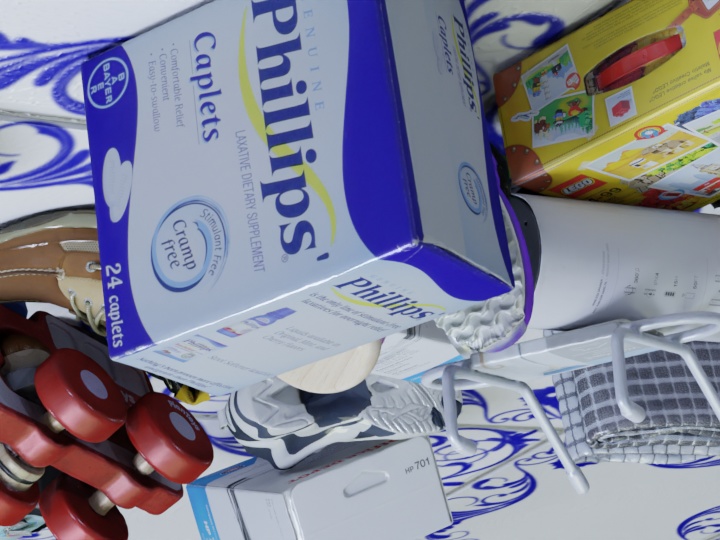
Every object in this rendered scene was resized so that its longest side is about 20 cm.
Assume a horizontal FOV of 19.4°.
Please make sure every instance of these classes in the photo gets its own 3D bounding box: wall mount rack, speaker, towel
[{"bbox_3d":[0.143,0.082,1.275,0.199,0.075,0.174,-14,162,31],"label":"wall mount rack"},{"bbox_3d":[0.166,0.001,1.277,0.199,0.081,0.081,4,156,-30],"label":"speaker"},{"bbox_3d":[0.238,0.053,1.549,0.199,0.166,0.086,-3,153,-16],"label":"towel"}]

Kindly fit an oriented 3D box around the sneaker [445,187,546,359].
[{"bbox_3d":[0.114,-0.020,1.346,0.112,0.073,0.200,-26,-164,22],"label":"sneaker"}]

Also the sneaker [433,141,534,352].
[{"bbox_3d":[0.059,-0.038,1.186,0.070,0.201,0.099,-38,149,21],"label":"sneaker"}]

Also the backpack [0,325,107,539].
[{"bbox_3d":[-0.277,0.130,1.578,0.126,0.167,0.200,30,144,-30],"label":"backpack"}]

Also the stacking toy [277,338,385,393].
[{"bbox_3d":[0.005,-0.012,1.272,0.085,0.086,0.200,-24,-163,34],"label":"stacking toy"}]

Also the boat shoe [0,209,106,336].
[{"bbox_3d":[-0.161,0.004,1.372,0.199,0.074,0.076,-8,159,6],"label":"boat shoe"}]

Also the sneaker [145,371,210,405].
[{"bbox_3d":[-0.131,0.062,1.516,0.070,0.090,0.200,-5,159,-10],"label":"sneaker"}]

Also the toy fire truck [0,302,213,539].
[{"bbox_3d":[-0.203,0.090,1.426,0.112,0.168,0.200,-43,134,15],"label":"toy fire truck"}]

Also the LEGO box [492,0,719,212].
[{"bbox_3d":[0.204,-0.107,1.237,0.200,0.077,0.149,-26,154,38],"label":"LEGO box"}]

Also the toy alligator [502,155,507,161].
[{"bbox_3d":[0.004,-0.078,1.269,0.199,0.059,0.054,-2,118,-19],"label":"toy alligator"}]

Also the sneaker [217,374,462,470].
[{"bbox_3d":[-0.026,0.114,1.723,0.199,0.080,0.130,-7,169,-27],"label":"sneaker"}]

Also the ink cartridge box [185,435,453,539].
[{"bbox_3d":[-0.038,0.197,1.790,0.146,0.086,0.200,-19,-173,-27],"label":"ink cartridge box"}]

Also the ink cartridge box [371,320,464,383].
[{"bbox_3d":[0.000,0.000,1.374,0.068,0.116,0.200,-25,154,37],"label":"ink cartridge box"}]

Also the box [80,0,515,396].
[{"bbox_3d":[-0.038,-0.053,1.128,0.200,0.185,0.105,-21,155,27],"label":"box"}]

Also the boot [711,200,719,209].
[{"bbox_3d":[0.325,-0.091,1.347,0.162,0.074,0.198,6,155,-27],"label":"boot"}]
